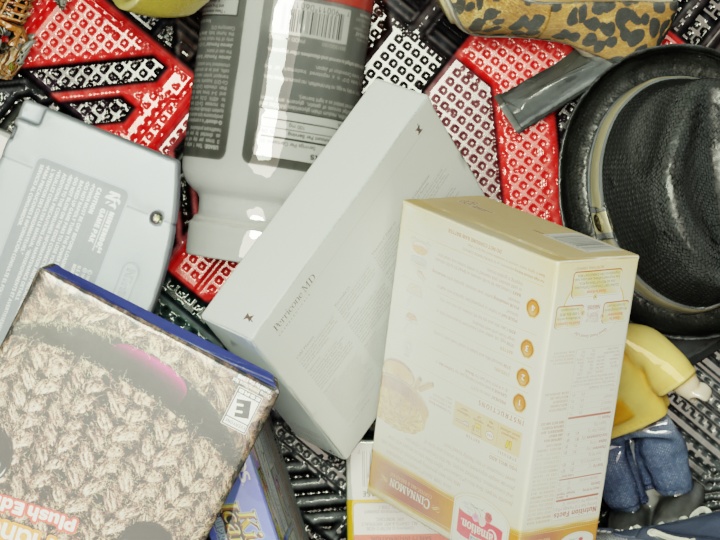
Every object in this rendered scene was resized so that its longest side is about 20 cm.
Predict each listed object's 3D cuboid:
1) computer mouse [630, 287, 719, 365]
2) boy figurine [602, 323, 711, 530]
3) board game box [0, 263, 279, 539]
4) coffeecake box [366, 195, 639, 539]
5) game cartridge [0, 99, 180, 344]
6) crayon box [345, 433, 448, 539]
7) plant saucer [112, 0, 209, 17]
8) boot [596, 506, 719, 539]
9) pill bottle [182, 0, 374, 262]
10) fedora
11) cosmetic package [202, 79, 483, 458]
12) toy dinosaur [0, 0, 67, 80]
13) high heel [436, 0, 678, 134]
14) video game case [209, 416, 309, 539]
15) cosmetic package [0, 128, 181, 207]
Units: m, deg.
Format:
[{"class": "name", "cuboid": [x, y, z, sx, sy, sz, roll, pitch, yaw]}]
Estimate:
[{"class": "computer mouse", "cuboid": [0.199, 0.025, 1.483, 0.199, 0.053, 0.139, -31, 92, 1]}, {"class": "boy figurine", "cuboid": [0.169, 0.082, 1.429, 0.124, 0.065, 0.201, -13, 114, 23]}, {"class": "board game box", "cuboid": [-0.162, 0.120, 1.276, 0.159, 0.097, 0.201, 26, 90, -4]}, {"class": "coffeecake box", "cuboid": [0.086, 0.069, 1.359, 0.073, 0.153, 0.201, -4, 108, -37]}, {"class": "game cartridge", "cuboid": [-0.200, 0.002, 1.442, 0.133, 0.040, 0.201, 22, 91, 3]}, {"class": "crayon box", "cuboid": [0.053, 0.213, 1.487, 0.125, 0.052, 0.201, -1, 90, 0]}, {"class": "plant saucer", "cuboid": [-0.091, -0.250, 1.428, 0.200, 0.200, 0.048, -40, 121, 1]}, {"class": "boot", "cuboid": [0.203, 0.193, 1.408, 0.090, 0.199, 0.073, -42, 127, -31]}, {"class": "pill bottle", "cuboid": [-0.059, -0.104, 1.450, 0.115, 0.116, 0.201, 8, 91, 0]}, {"class": "fedora", "cuboid": [0.227, -0.056, 1.423, 0.199, 0.092, 0.202, 1, 86, -11]}, {"class": "cosmetic package", "cuboid": [0.000, 0.000, 1.412, 0.052, 0.151, 0.200, 23, 68, 36]}, {"class": "toy dinosaur", "cuboid": [-0.262, -0.235, 1.466, 0.135, 0.102, 0.201, 4, 86, -9]}, {"class": "high heel", "cuboid": [0.121, -0.203, 1.447, 0.142, 0.072, 0.200, -31, 121, 5]}, {"class": "video game case", "cuboid": [-0.068, 0.170, 1.421, 0.045, 0.181, 0.201, -18, 91, 2]}, {"class": "cosmetic package", "cuboid": [-0.230, 0.017, 1.486, 0.150, 0.052, 0.201, 21, 91, 2]}]
